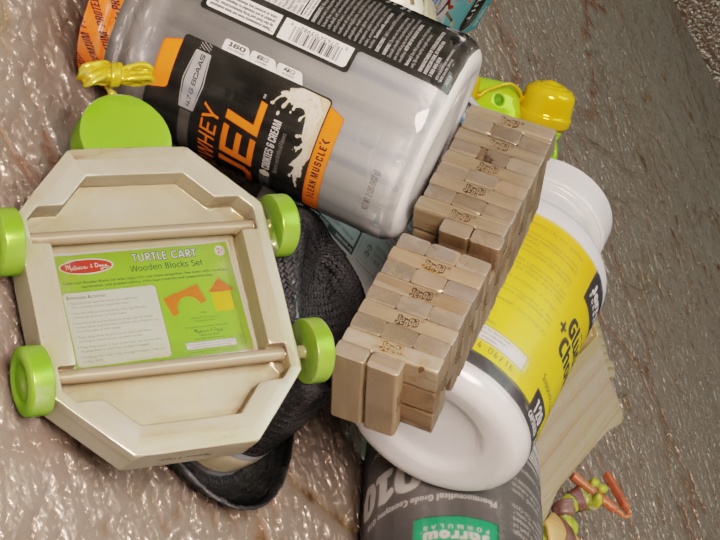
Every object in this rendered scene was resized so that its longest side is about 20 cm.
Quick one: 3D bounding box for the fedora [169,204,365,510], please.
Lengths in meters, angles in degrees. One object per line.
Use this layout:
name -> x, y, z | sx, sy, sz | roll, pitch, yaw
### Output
fedora -> -0.054, 0.026, 0.870 | 0.201, 0.092, 0.201 | 50, 27, -37

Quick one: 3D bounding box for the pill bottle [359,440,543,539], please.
pill bottle -> 0.054, 0.175, 0.957 | 0.113, 0.113, 0.200 | 53, 25, -33

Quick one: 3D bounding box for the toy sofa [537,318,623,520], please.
toy sofa -> 0.112, 0.103, 1.152 | 0.200, 0.083, 0.098 | -37, 113, -55

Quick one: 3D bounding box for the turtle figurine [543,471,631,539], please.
turtle figurine -> 0.143, 0.197, 1.215 | 0.161, 0.064, 0.200 | 48, 36, -25

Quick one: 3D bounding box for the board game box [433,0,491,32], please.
board game box -> 0.059, -0.232, 1.165 | 0.047, 0.151, 0.200 | 39, 33, 14

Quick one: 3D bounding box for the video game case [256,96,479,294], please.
video game case -> 0.037, -0.044, 1.021 | 0.200, 0.023, 0.182 | 46, 52, -27

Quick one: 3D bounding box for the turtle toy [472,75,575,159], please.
turtle toy -> 0.052, -0.085, 1.141 | 0.200, 0.146, 0.101 | 10, 18, -21

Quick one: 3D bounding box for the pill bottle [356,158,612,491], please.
pill bottle -> 0.080, 0.024, 0.950 | 0.112, 0.112, 0.200 | 56, 46, -27

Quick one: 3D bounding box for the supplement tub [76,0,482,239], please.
supplement tub -> -0.045, -0.109, 0.878 | 0.200, 0.123, 0.123 | 25, 23, 7

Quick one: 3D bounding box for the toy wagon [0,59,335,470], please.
toy wagon -> -0.101, -0.006, 0.771 | 0.155, 0.040, 0.200 | -4, 68, -30

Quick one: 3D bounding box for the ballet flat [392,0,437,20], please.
ballet flat -> 0.011, -0.183, 0.978 | 0.062, 0.067, 0.200 | 68, 19, -56

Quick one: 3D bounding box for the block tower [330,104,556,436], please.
block tower -> 0.047, -0.002, 0.859 | 0.058, 0.054, 0.200 | 94, 20, -50
